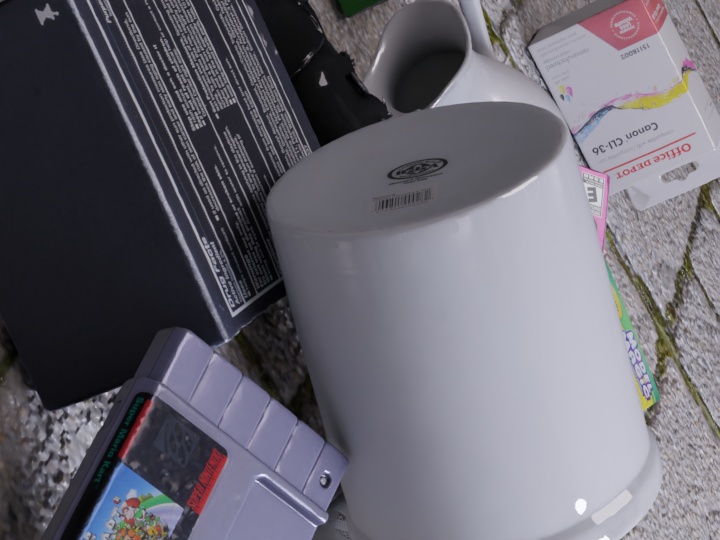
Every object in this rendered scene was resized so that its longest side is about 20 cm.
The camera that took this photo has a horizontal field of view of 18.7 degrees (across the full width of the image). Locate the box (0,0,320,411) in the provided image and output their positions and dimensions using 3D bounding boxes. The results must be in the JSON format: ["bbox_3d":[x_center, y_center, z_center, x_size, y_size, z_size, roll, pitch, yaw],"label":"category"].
[{"bbox_3d":[-0.120,-0.060,1.151,0.200,0.123,0.198,66,24,-6],"label":"box"}]

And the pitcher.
[{"bbox_3d":[0.083,-0.126,1.593,0.200,0.121,0.172,47,49,-48],"label":"pitcher"}]

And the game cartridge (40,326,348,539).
[{"bbox_3d":[-0.091,0.142,1.029,0.130,0.038,0.200,44,62,-36],"label":"game cartridge"}]

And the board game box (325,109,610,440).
[{"bbox_3d":[0.067,0.023,1.302,0.147,0.064,0.200,16,72,-27],"label":"board game box"}]

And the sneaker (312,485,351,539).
[{"bbox_3d":[0.013,0.154,1.286,0.075,0.082,0.200,60,26,-15],"label":"sneaker"}]

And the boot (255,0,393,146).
[{"bbox_3d":[-0.023,-0.092,1.413,0.200,0.066,0.165,58,24,1],"label":"boot"}]

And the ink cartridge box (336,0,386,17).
[{"bbox_3d":[0.002,-0.307,1.658,0.200,0.083,0.147,64,25,-6],"label":"ink cartridge box"}]

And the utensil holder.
[{"bbox_3d":[0.052,0.034,1.122,0.170,0.170,0.200,-61,139,-60],"label":"utensil holder"}]

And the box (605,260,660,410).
[{"bbox_3d":[0.157,0.062,1.572,0.118,0.048,0.200,68,24,0],"label":"box"}]

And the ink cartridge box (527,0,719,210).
[{"bbox_3d":[0.252,-0.149,1.987,0.200,0.116,0.068,60,24,-13],"label":"ink cartridge box"}]
